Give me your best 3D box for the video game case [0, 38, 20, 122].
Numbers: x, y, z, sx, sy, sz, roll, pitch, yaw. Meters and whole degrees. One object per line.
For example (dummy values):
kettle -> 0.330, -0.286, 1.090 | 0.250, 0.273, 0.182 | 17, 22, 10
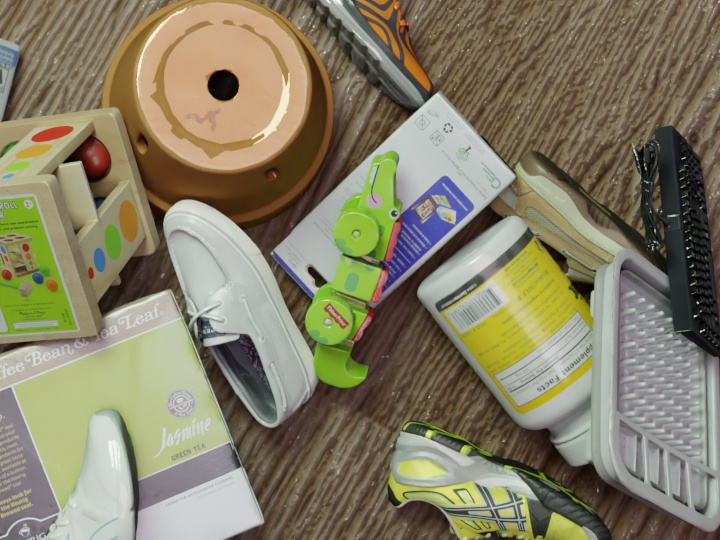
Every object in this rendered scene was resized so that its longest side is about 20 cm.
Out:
video game case -> -0.384, -0.125, 1.008 | 0.200, 0.022, 0.183 | 18, 82, -37

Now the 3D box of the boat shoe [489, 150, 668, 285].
boat shoe -> 0.199, -0.016, 1.120 | 0.200, 0.072, 0.076 | 40, 108, -5

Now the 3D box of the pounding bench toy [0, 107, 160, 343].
pounding bench toy -> -0.281, -0.036, 0.988 | 0.199, 0.156, 0.125 | -5, 117, 15

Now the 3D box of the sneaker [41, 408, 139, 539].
sneaker -> -0.197, 0.198, 0.906 | 0.080, 0.070, 0.201 | 3, 89, -6

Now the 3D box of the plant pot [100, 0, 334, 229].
plant pot -> -0.112, -0.137, 1.038 | 0.199, 0.140, 0.201 | 1, 86, -9

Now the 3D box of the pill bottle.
pill bottle -> 0.148, 0.063, 1.077 | 0.111, 0.111, 0.200 | -38, 94, -9

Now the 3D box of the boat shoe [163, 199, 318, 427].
boat shoe -> -0.106, 0.039, 1.037 | 0.069, 0.072, 0.200 | -53, 126, -48

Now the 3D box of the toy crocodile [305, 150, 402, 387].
toy crocodile -> 0.000, 0.000, 1.044 | 0.062, 0.068, 0.201 | 17, 102, 0

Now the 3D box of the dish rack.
dish rack -> 0.233, 0.099, 1.030 | 0.171, 0.043, 0.201 | 30, 56, -39

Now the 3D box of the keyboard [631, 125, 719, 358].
keyboard -> 0.270, -0.036, 1.080 | 0.127, 0.021, 0.201 | 29, 51, -41

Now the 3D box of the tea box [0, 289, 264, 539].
tea box -> -0.206, 0.141, 1.010 | 0.200, 0.134, 0.197 | -21, 90, -9

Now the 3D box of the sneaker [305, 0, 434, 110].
sneaker -> 0.021, -0.241, 1.095 | 0.112, 0.078, 0.200 | -39, 92, -8

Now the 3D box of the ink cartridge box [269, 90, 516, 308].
ink cartridge box -> 0.027, -0.049, 1.086 | 0.200, 0.039, 0.099 | -42, 93, 10

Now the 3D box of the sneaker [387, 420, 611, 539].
sneaker -> 0.116, 0.199, 1.090 | 0.200, 0.075, 0.077 | 25, 91, 4
